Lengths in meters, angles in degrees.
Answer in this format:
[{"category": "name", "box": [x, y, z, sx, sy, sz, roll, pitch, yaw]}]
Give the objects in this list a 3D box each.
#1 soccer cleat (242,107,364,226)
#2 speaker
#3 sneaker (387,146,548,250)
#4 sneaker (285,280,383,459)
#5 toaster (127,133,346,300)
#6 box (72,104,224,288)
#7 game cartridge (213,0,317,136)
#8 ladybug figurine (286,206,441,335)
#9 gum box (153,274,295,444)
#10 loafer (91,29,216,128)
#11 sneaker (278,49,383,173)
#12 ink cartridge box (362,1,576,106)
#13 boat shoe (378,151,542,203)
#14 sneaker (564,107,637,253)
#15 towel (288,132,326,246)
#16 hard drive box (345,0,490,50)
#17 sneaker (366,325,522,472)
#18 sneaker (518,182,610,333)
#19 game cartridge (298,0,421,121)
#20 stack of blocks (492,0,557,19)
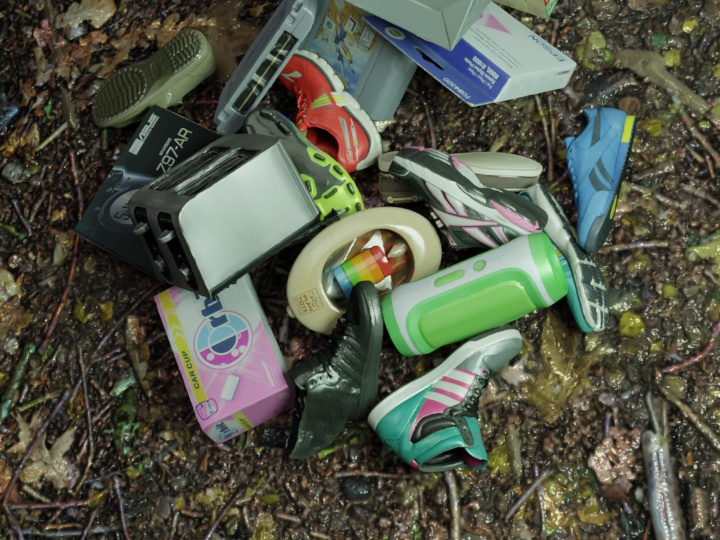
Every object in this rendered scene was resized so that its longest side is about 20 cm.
[{"category": "soccer cleat", "box": [-0.065, -0.123, 1.586, 0.065, 0.084, 0.200, -44, 88, 1]}, {"category": "speaker", "box": [0.127, 0.028, 1.445, 0.198, 0.088, 0.089, -22, 63, 17]}, {"category": "sneaker", "box": [0.110, -0.068, 1.489, 0.199, 0.080, 0.087, 33, 116, 18]}, {"category": "sneaker", "box": [-0.033, 0.112, 1.465, 0.103, 0.060, 0.202, -3, 107, -18]}, {"category": "toaster", "box": [-0.156, -0.069, 1.512, 0.199, 0.119, 0.180, -35, 23, -20]}, {"category": "box", "box": [-0.251, -0.096, 1.650, 0.159, 0.044, 0.201, 27, 81, 28]}, {"category": "game cartridge", "box": [-0.117, -0.274, 1.637, 0.200, 0.040, 0.134, -51, 21, 25]}, {"category": "ladybug figurine", "box": [0.000, 0.000, 1.527, 0.199, 0.072, 0.137, -25, 99, -3]}, {"category": "gum box", "box": [-0.163, 0.090, 1.548, 0.113, 0.066, 0.201, -25, 63, 1]}, {"category": "loafer", "box": [-0.272, -0.244, 1.723, 0.199, 0.068, 0.076, -27, 60, 20]}, {"category": "sneaker", "box": [-0.055, -0.200, 1.619, 0.085, 0.077, 0.200, -31, 63, -20]}, {"category": "ink cartridge box", "box": [0.135, -0.281, 1.575, 0.196, 0.199, 0.044, 43, 126, 25]}, {"category": "boat shoe", "box": [0.120, -0.108, 1.564, 0.198, 0.072, 0.060, 2, 110, 5]}, {"category": "sneaker", "box": [0.269, -0.107, 1.512, 0.078, 0.066, 0.201, 12, 60, 12]}, {"category": "towel", "box": [-0.125, -0.088, 1.642, 0.198, 0.022, 0.148, -17, 63, 9]}, {"category": "hard drive box", "box": [0.078, -0.356, 1.538, 0.155, 0.077, 0.200, 27, 33, 6]}, {"category": "sneaker", "box": [0.119, 0.157, 1.438, 0.199, 0.084, 0.121, -34, 65, -3]}, {"category": "sneaker", "box": [0.226, -0.006, 1.498, 0.079, 0.077, 0.201, -36, 57, 19]}, {"category": "game cartridge", "box": [-0.012, -0.289, 1.645, 0.200, 0.041, 0.134, 48, 126, 26]}, {"category": "stack of blocks", "box": [0.178, -0.418, 1.681, 0.199, 0.059, 0.116, 24, 75, 22]}]
